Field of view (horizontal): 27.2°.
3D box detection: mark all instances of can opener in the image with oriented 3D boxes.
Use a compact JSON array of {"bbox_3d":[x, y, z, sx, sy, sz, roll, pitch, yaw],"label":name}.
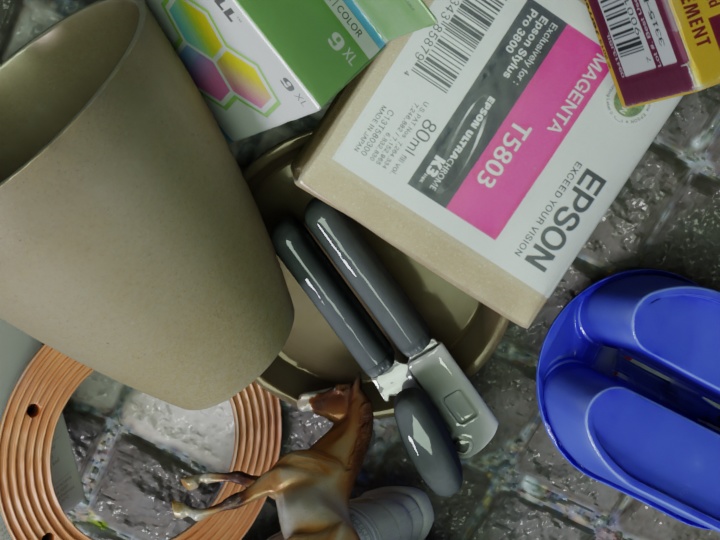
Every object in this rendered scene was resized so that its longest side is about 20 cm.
[{"bbox_3d":[0.018,0.045,0.912,0.053,0.066,0.200,-31,104,13],"label":"can opener"}]

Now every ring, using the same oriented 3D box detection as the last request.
[{"bbox_3d":[-0.139,0.112,0.945,0.200,0.019,0.201,-6,101,-34],"label":"ring"}]

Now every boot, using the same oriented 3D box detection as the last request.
[{"bbox_3d":[-0.035,0.206,1.000,0.200,0.095,0.074,-33,78,38],"label":"boot"}]

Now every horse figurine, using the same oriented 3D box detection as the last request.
[{"bbox_3d":[-0.045,0.157,0.886,0.132,0.200,0.050,-14,129,3],"label":"horse figurine"}]

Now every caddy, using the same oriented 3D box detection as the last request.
[{"bbox_3d":[0.209,0.083,0.932,0.200,0.105,0.142,27,87,-9],"label":"caddy"}]

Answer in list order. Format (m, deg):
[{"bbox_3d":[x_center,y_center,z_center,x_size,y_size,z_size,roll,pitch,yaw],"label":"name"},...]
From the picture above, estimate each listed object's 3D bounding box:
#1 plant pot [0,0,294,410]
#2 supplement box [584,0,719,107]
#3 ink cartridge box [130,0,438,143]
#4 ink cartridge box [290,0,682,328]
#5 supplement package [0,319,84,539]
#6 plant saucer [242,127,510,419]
[{"bbox_3d":[-0.133,-0.019,0.844,0.187,0.187,0.200,-32,120,14],"label":"plant pot"},{"bbox_3d":[0.219,-0.180,0.776,0.200,0.103,0.131,-23,95,-11],"label":"supplement box"},{"bbox_3d":[-0.055,-0.136,0.803,0.059,0.200,0.104,-46,107,-23],"label":"ink cartridge box"},{"bbox_3d":[0.080,-0.094,0.857,0.165,0.075,0.200,31,97,-10],"label":"ink cartridge box"},{"bbox_3d":[-0.270,0.075,0.916,0.117,0.117,0.201,6,117,34],"label":"supplement package"},{"bbox_3d":[0.000,0.000,0.940,0.199,0.029,0.201,0,112,1],"label":"plant saucer"}]
